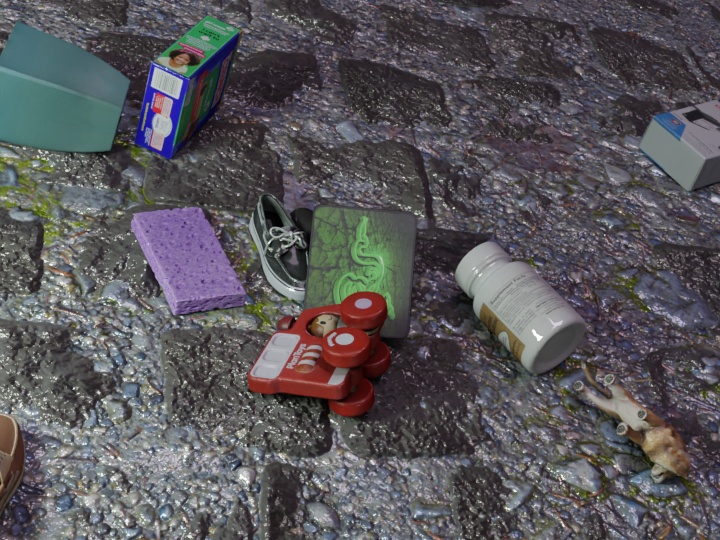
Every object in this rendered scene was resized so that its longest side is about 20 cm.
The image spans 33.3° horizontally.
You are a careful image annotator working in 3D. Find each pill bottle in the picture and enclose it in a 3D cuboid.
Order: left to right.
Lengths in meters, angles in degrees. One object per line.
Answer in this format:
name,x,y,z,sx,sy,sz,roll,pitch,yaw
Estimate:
pill bottle,0.238,0.052,1.839,0.114,0.114,0.200,-17,51,-34

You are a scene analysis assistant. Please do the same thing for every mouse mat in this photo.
mouse mat,0.000,0.000,1.797,0.161,0.008,0.200,5,75,0

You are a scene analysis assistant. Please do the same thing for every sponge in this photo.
sponge,-0.259,-0.018,1.801,0.111,0.030,0.200,-8,46,-28

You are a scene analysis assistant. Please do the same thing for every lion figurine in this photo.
lion figurine,0.397,0.214,1.746,0.122,0.072,0.200,32,19,-39

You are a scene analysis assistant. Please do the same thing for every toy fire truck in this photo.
toy fire truck,-0.052,0.107,1.688,0.168,0.112,0.200,7,37,16

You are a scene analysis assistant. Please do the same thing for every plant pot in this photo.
plant pot,-0.482,-0.277,1.936,0.200,0.141,0.141,17,40,-13

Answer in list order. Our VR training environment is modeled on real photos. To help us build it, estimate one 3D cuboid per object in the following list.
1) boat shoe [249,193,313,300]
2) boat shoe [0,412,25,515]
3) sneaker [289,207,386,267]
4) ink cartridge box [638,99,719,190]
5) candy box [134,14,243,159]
boat shoe,-0.115,-0.040,1.848,0.073,0.068,0.200,-3,44,-22
boat shoe,-0.438,0.239,1.411,0.076,0.072,0.200,10,41,-9
sneaker,-0.031,-0.047,1.877,0.200,0.082,0.073,39,44,24
ink cartridge box,0.672,-0.248,2.361,0.200,0.084,0.145,-17,51,-35
candy box,-0.287,-0.308,2.010,0.077,0.169,0.200,26,41,4
